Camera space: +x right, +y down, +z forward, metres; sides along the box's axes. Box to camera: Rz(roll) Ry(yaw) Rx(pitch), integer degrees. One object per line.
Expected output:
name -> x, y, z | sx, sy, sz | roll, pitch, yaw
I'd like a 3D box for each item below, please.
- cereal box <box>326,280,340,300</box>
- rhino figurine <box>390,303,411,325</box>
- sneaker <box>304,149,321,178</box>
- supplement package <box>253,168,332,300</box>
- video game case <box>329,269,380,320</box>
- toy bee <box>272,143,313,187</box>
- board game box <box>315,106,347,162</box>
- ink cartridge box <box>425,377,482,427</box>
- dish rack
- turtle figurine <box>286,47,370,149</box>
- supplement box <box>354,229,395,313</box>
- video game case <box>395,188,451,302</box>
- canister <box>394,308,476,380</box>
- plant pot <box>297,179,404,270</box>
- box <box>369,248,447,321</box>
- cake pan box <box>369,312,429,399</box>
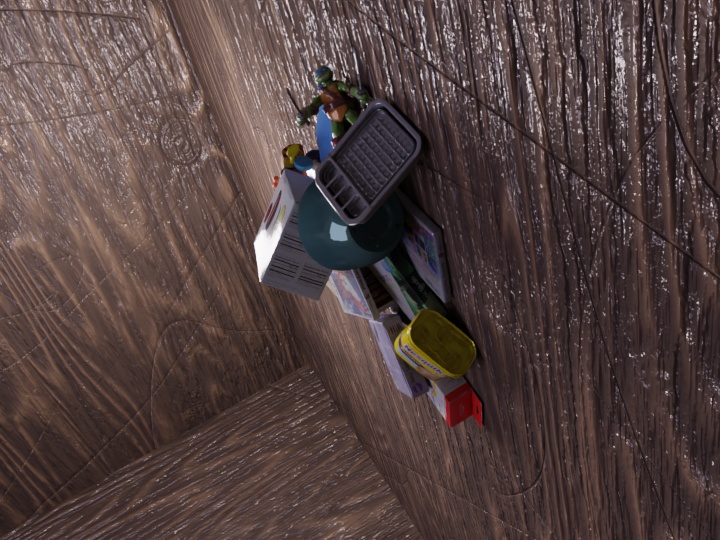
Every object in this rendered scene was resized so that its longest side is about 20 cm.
cereal box -> -0.047, 0.007, 1.991 | 0.144, 0.040, 0.199 | 46, -161, 13
rhino figurine -> 0.075, 0.034, 1.812 | 0.203, 0.059, 0.087 | 65, 169, 2
sneaker -> -0.070, -0.243, 1.841 | 0.116, 0.079, 0.201 | 100, 151, -46
supplement package -> -0.132, -0.082, 1.696 | 0.203, 0.145, 0.192 | -64, 23, 20
video game case -> -0.033, 0.022, 1.762 | 0.185, 0.023, 0.199 | 66, 162, -11
toy bee -> -0.164, -0.237, 1.826 | 0.200, 0.106, 0.134 | -134, 42, -59
board game box -> -0.055, -0.291, 1.712 | 0.158, 0.038, 0.204 | 132, 130, -65
ink cartridge box -> 0.201, 0.275, 1.759 | 0.201, 0.066, 0.117 | 54, 165, 37
dish rack -> 0.020, -0.189, 1.366 | 0.043, 0.201, 0.172 | 25, -159, -48
turtle figurine -> -0.048, -0.297, 1.471 | 0.196, 0.142, 0.200 | 62, 171, -11
supplement box -> 0.000, 0.000, 1.773 | 0.203, 0.060, 0.109 | 64, 164, -6
video game case -> 0.117, -0.058, 1.545 | 0.200, 0.023, 0.184 | 51, 162, 46
canister -> 0.153, 0.166, 1.625 | 0.148, 0.087, 0.200 | 38, 165, 2
plant pot -> -0.006, -0.099, 1.496 | 0.160, 0.198, 0.204 | 4, 121, 64
box -> 0.093, 0.032, 1.666 | 0.201, 0.036, 0.144 | 50, 163, -6
cake pan box -> 0.090, 0.203, 1.815 | 0.184, 0.051, 0.203 | 159, 88, -83
